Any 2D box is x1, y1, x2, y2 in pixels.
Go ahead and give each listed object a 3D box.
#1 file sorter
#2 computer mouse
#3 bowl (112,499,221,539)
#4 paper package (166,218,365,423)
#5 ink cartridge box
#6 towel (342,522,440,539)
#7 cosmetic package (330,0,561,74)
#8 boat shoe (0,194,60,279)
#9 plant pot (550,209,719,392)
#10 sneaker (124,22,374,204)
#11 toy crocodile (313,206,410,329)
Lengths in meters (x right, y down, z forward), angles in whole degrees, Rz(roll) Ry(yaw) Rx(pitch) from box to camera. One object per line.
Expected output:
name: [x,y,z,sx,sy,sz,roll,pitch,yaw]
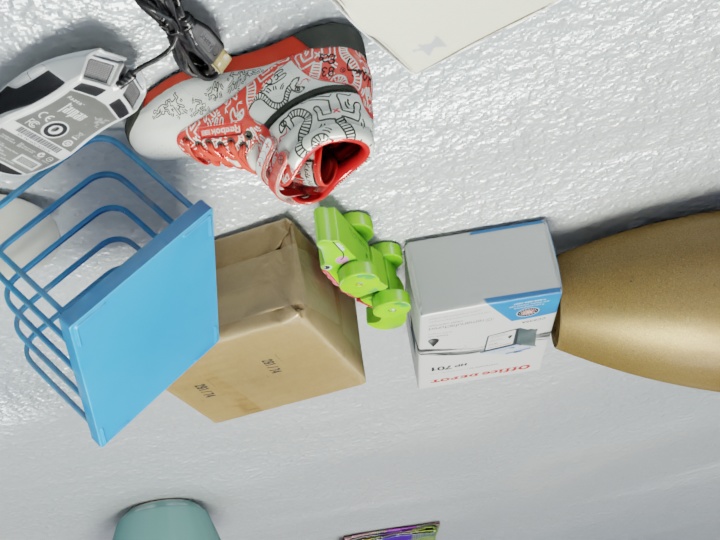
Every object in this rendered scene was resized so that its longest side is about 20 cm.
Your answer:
file sorter: [-0.203,0.015,0.907,0.139,0.122,0.201,-43,161,-27]
computer mouse: [-0.190,-0.131,0.787,0.198,0.045,0.109,-26,155,17]
bowl: [-0.300,0.420,1.759,0.197,0.107,0.202,-8,153,-4]
paper package: [-0.109,0.055,1.111,0.187,0.105,0.200,-16,154,14]
ink cartridge box: [0.122,0.040,1.188,0.144,0.087,0.201,-9,152,-2]
towel: [0.052,0.520,2.181,0.196,0.023,0.144,-7,153,-6]
cosmetic package: [0.020,-0.209,0.523,0.086,0.203,0.103,-21,152,24]
boat shoe: [-0.346,-0.019,0.927,0.197,0.073,0.068,-12,-175,-22]
plant pot: [0.293,0.033,1.150,0.196,0.190,0.187,-1,154,1]
sneaker: [-0.081,-0.093,0.821,0.198,0.110,0.067,-19,153,17]
toy crocodile: [0.000,0.000,1.081,0.061,0.069,0.200,-18,153,17]
